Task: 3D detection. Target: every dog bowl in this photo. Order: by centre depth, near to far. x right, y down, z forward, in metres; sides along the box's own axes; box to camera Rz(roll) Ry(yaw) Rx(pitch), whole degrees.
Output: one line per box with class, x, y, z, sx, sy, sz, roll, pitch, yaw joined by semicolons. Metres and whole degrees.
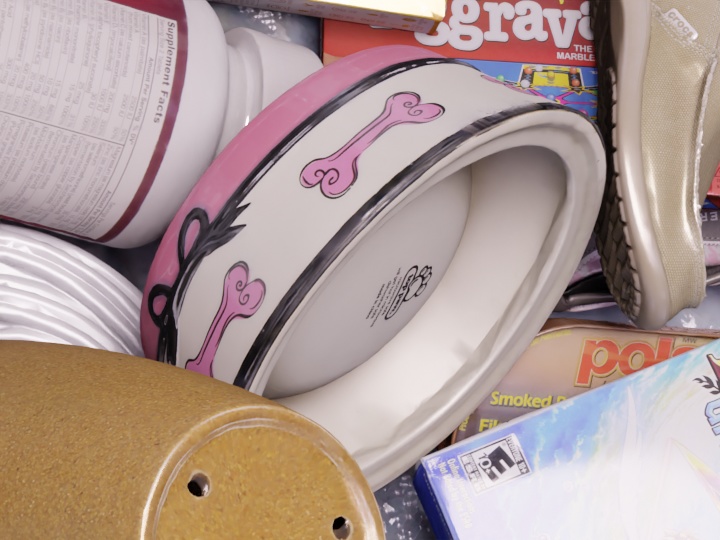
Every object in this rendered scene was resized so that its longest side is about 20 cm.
dog bowl;0.000;0.000;0.970;0.200;0.200;0.074;-43;64;-13

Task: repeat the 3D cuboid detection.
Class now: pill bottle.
pill bottle;-0.120;-0.071;0.994;0.200;0.110;0.110;14;83;-26

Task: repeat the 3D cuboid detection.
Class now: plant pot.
plant pot;-0.087;0.100;0.833;0.186;0.200;0.187;10;74;-36

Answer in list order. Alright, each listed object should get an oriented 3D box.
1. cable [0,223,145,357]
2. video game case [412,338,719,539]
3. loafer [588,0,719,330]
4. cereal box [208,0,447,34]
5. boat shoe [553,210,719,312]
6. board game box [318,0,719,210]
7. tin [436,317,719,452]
cable;-0.155;0.082;1.008;0.200;0.069;0.200;5;85;-14
video game case;0.143;0.135;1.019;0.181;0.045;0.200;-21;76;-10
loafer;0.131;-0.072;1.030;0.068;0.076;0.200;1;69;-2
cereal box;-0.055;-0.184;1.049;0.200;0.040;0.144;9;84;-4
boat shoe;0.104;-0.017;1.088;0.200;0.057;0.067;-8;89;-16
board game box;0.082;-0.080;1.077;0.200;0.019;0.103;3;68;-7
tin;0.130;0.078;1.092;0.200;0.042;0.112;5;101;-15
